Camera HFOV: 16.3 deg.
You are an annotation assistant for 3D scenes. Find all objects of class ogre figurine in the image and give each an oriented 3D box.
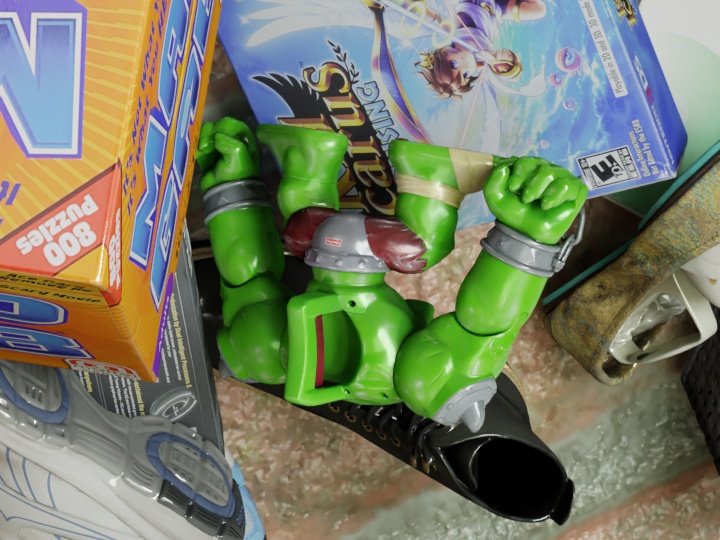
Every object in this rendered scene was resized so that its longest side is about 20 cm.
[{"bbox_3d":[0.000,0.000,1.101,0.200,0.098,0.120,10,91,15],"label":"ogre figurine"}]

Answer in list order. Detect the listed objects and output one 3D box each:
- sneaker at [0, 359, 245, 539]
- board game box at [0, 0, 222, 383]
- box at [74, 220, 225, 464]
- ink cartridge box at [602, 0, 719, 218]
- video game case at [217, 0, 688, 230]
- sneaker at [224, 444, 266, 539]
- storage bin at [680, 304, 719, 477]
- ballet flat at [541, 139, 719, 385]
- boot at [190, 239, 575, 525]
[{"bbox_3d":[-0.145,0.084,1.106,0.200,0.075,0.087,38,116,-24],"label":"sneaker"},{"bbox_3d":[-0.167,-0.084,0.966,0.199,0.200,0.200,8,78,3],"label":"board game box"},{"bbox_3d":[-0.153,0.018,1.131,0.160,0.044,0.200,-9,122,-1],"label":"box"},{"bbox_3d":[0.199,-0.107,1.228,0.161,0.050,0.200,26,102,-21],"label":"ink cartridge box"},{"bbox_3d":[0.029,-0.113,1.134,0.181,0.045,0.200,-13,115,25],"label":"video game case"},{"bbox_3d":[-0.128,0.168,1.215,0.200,0.078,0.090,-36,116,-1],"label":"sneaker"},{"bbox_3d":[0.252,0.031,1.211,0.135,0.094,0.200,-4,141,-17],"label":"storage bin"},{"bbox_3d":[0.153,-0.002,1.182,0.071,0.200,0.071,12,60,-21],"label":"ballet flat"},{"bbox_3d":[0.003,0.051,1.177,0.200,0.138,0.078,17,104,-18],"label":"boot"}]
